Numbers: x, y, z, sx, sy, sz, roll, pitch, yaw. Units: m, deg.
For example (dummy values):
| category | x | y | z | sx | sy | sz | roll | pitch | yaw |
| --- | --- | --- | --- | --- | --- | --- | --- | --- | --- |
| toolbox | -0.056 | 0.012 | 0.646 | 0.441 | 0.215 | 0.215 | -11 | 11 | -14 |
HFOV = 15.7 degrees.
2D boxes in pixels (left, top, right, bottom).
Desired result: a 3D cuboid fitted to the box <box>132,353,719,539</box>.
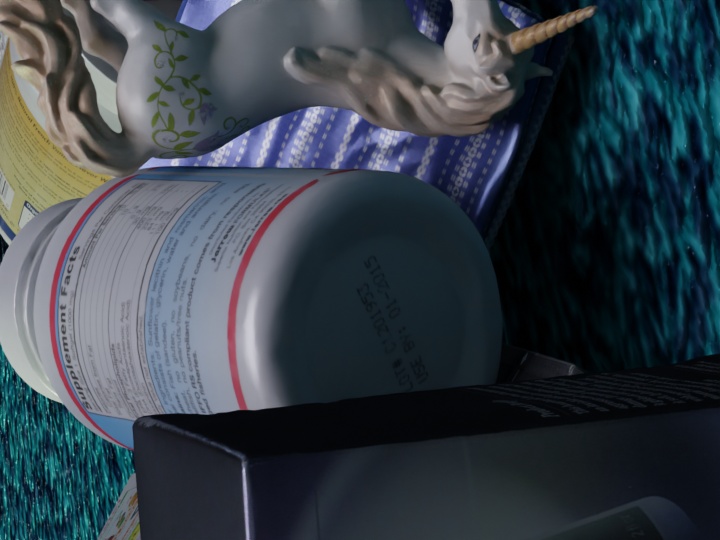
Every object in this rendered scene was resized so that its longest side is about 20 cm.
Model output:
| category | x | y | z | sx | sy | sz | roll | pitch | yaw |
| --- | --- | --- | --- | --- | --- | --- | --- | --- | --- |
| box | 0.049 | 0.135 | 0.751 | 0.123 | 0.198 | 0.201 | -172 | 78 | -72 |

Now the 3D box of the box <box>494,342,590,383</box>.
| category | x | y | z | sx | sy | sz | roll | pitch | yaw |
| --- | --- | --- | --- | --- | --- | --- | --- | --- | --- |
| box | 0.014 | 0.119 | 0.928 | 0.200 | 0.048 | 0.158 | -59 | 19 | -7 |

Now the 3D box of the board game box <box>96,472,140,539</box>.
| category | x | y | z | sx | sy | sz | roll | pitch | yaw |
| --- | --- | --- | --- | --- | --- | --- | --- | --- | --- |
| board game box | -0.071 | 0.140 | 0.888 | 0.148 | 0.064 | 0.200 | -59 | 10 | -15 |

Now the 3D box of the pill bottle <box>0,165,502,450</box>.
| category | x | y | z | sx | sy | sz | roll | pitch | yaw |
| --- | --- | --- | --- | --- | --- | --- | --- | --- | --- |
| pill bottle | -0.049 | 0.017 | 0.941 | 0.200 | 0.109 | 0.109 | 4 | 99 | 54 |

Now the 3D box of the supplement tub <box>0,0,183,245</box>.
| category | x | y | z | sx | sy | sz | roll | pitch | yaw |
| --- | --- | --- | --- | --- | --- | --- | --- | --- | --- |
| supplement tub | -0.102 | -0.086 | 1.248 | 0.200 | 0.144 | 0.145 | 122 | 140 | -62 |

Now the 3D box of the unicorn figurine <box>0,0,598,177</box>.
| category | x | y | z | sx | sy | sz | roll | pitch | yaw |
| --- | --- | --- | --- | --- | --- | --- | --- | --- | --- |
| unicorn figurine | -0.025 | -0.090 | 0.937 | 0.138 | 0.200 | 0.074 | 66 | -173 | 22 |

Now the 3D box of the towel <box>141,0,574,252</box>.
| category | x | y | z | sx | sy | sz | roll | pitch | yaw |
| --- | --- | --- | --- | --- | --- | --- | --- | --- | --- |
| towel | -0.013 | -0.063 | 1.002 | 0.200 | 0.024 | 0.145 | 34 | 108 | 43 |
